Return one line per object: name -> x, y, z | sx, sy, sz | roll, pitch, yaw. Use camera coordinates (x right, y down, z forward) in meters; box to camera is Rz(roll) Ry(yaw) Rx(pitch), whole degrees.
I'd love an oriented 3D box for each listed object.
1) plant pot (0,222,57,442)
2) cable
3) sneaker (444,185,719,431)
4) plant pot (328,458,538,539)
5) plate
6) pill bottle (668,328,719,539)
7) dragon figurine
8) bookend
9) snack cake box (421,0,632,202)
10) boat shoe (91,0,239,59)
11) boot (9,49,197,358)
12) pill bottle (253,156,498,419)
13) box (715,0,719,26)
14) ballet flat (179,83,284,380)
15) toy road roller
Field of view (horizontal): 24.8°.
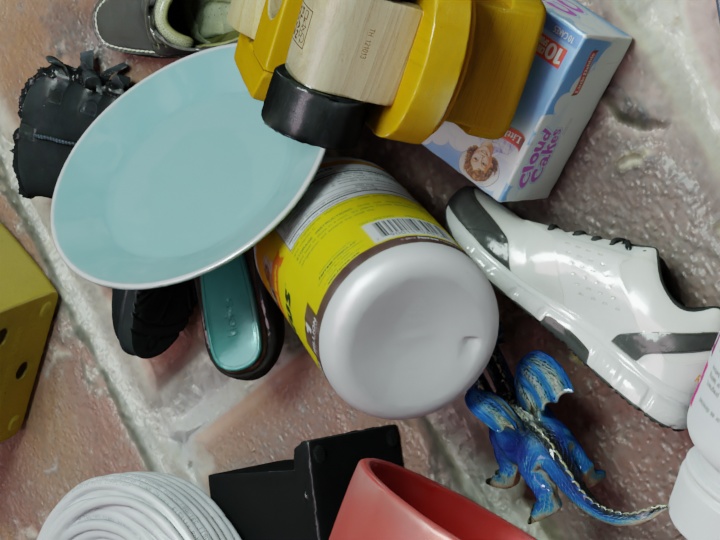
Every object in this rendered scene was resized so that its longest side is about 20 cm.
plant pot -> -0.352, 0.049, 1.261 | 0.176, 0.200, 0.201 | 27, 112, 17
cable -> -0.147, 0.236, 1.096 | 0.200, 0.069, 0.201 | 34, 113, 34
sneaker -> 0.136, 0.006, 0.976 | 0.200, 0.074, 0.080 | 40, 101, 21
plant pot -> 0.045, 0.235, 0.956 | 0.200, 0.200, 0.178 | 29, 91, 29
plate -> -0.104, -0.063, 1.031 | 0.199, 0.026, 0.201 | -15, 46, 17
pill bottle -> 0.242, 0.058, 0.870 | 0.113, 0.113, 0.201 | 29, 112, 29
dragon figurine -> 0.099, 0.089, 0.971 | 0.100, 0.059, 0.200 | 66, 168, -22
bookend -> -0.065, 0.217, 1.128 | 0.199, 0.092, 0.200 | -10, 86, 41
snack cake box -> 0.052, -0.144, 1.005 | 0.200, 0.067, 0.115 | 38, 115, 25
boat shoe -> -0.117, -0.180, 1.118 | 0.200, 0.066, 0.072 | 0, 108, 36
boot -> -0.186, -0.053, 1.188 | 0.162, 0.073, 0.200 | 18, 100, 30
pill bottle -> 0.000, 0.000, 0.998 | 0.200, 0.109, 0.110 | -128, 50, -59
box -> 0.282, -0.164, 0.846 | 0.199, 0.051, 0.159 | -7, 92, 37
ballet flat -> -0.087, -0.025, 1.115 | 0.068, 0.068, 0.202 | -6, 88, 20
toy road roller -> 0.015, -0.142, 0.937 | 0.200, 0.145, 0.124 | -121, 46, -60
